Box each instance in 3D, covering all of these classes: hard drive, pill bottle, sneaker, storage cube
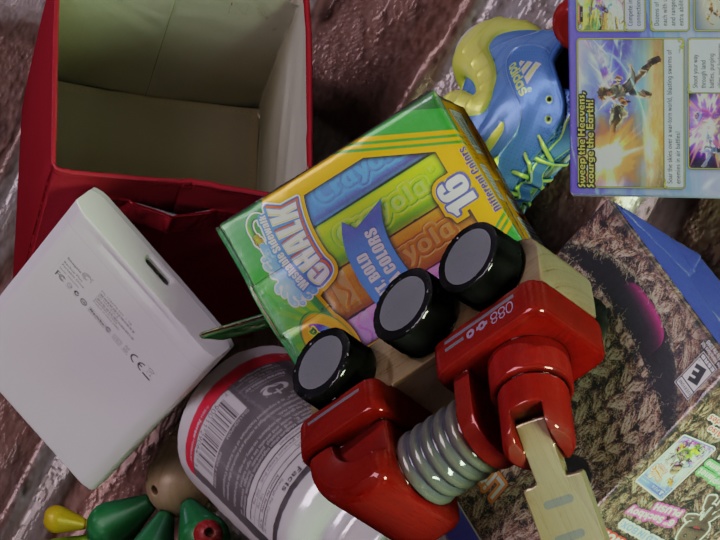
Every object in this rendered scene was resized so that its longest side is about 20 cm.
[{"bbox_3d":[-0.171,0.047,1.848,0.027,0.132,0.200,-39,-4,-41],"label":"hard drive"},{"bbox_3d":[-0.021,0.137,1.782,0.111,0.111,0.200,-57,42,6],"label":"pill bottle"},{"bbox_3d":[0.091,-0.072,1.805,0.105,0.076,0.201,-6,65,42],"label":"sneaker"},{"bbox_3d":[-0.133,-0.081,1.910,0.180,0.170,0.201,114,158,-54],"label":"storage cube"}]

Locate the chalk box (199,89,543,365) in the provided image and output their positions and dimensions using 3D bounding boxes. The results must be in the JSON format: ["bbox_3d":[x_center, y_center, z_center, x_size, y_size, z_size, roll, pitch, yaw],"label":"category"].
[{"bbox_3d":[0.000,0.000,1.726,0.200,0.125,0.124,-32,83,8],"label":"chalk box"}]

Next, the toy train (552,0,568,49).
[{"bbox_3d":[0.176,-0.167,1.701,0.115,0.201,0.085,-10,19,30],"label":"toy train"}]

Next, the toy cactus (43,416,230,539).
[{"bbox_3d":[-0.142,0.170,1.913,0.200,0.102,0.165,-9,53,53],"label":"toy cactus"}]

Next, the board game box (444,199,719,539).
[{"bbox_3d":[0.138,0.092,1.656,0.200,0.097,0.160,-48,43,15],"label":"board game box"}]

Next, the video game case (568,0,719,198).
[{"bbox_3d":[0.209,-0.141,1.634,0.181,0.045,0.201,2,98,18],"label":"video game case"}]

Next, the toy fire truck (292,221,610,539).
[{"bbox_3d":[0.066,0.107,1.576,0.176,0.129,0.200,-35,38,27],"label":"toy fire truck"}]
